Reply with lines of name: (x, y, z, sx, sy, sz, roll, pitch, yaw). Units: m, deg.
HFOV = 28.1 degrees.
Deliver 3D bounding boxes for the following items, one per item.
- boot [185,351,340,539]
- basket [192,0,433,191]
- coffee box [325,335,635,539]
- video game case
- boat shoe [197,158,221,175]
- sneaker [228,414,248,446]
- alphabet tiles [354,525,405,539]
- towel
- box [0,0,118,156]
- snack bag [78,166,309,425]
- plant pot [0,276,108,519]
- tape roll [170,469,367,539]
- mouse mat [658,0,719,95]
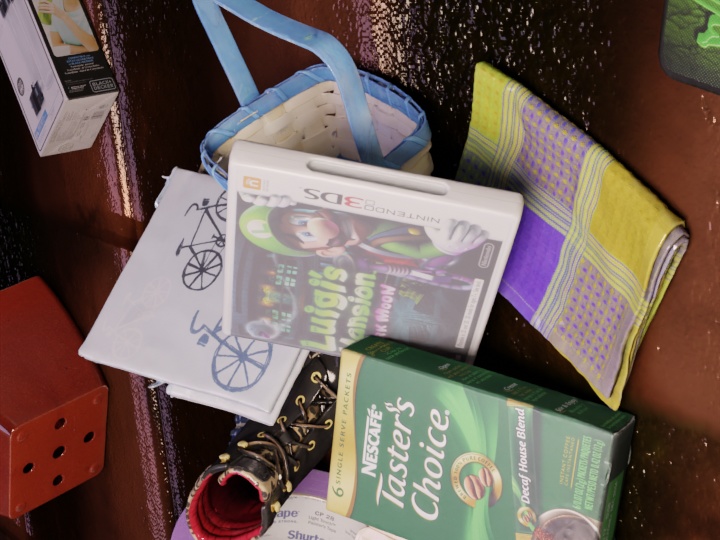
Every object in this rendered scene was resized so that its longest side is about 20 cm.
boot: (-0.048, 0.119, 1.079, 0.073, 0.151, 0.200, 45, 131, -3)
basket: (-0.037, -0.097, 0.995, 0.176, 0.139, 0.201, 37, 160, 45)
coffee box: (0.073, 0.127, 0.938, 0.198, 0.044, 0.125, 17, 110, 27)
video game case: (0.000, 0.000, 0.942, 0.201, 0.179, 0.024, 101, -179, -56)
boat shoe: (-0.114, -0.026, 1.222, 0.069, 0.074, 0.201, 57, 143, 36)
sneaker: (-0.073, 0.169, 1.247, 0.077, 0.084, 0.202, -124, 51, -70)
alphabet tiles: (0.076, 0.191, 0.992, 0.194, 0.015, 0.203, 20, 100, 36)
towel: (0.120, -0.025, 0.906, 0.200, 0.023, 0.145, 49, 140, 36)
box: (-0.324, -0.235, 1.480, 0.117, 0.060, 0.202, -44, 65, 54)
snack bag: (-0.108, 0.013, 1.105, 0.198, 0.190, 0.021, 11, 155, 30)
plant pot: (-0.394, 0.161, 1.643, 0.175, 0.199, 0.202, 34, 130, 30)
tape roll: (-0.051, 0.243, 1.113, 0.200, 0.198, 0.066, 43, 135, 40)
mouse mat: (0.226, -0.149, 0.707, 0.199, 0.007, 0.163, 33, 129, 49)
